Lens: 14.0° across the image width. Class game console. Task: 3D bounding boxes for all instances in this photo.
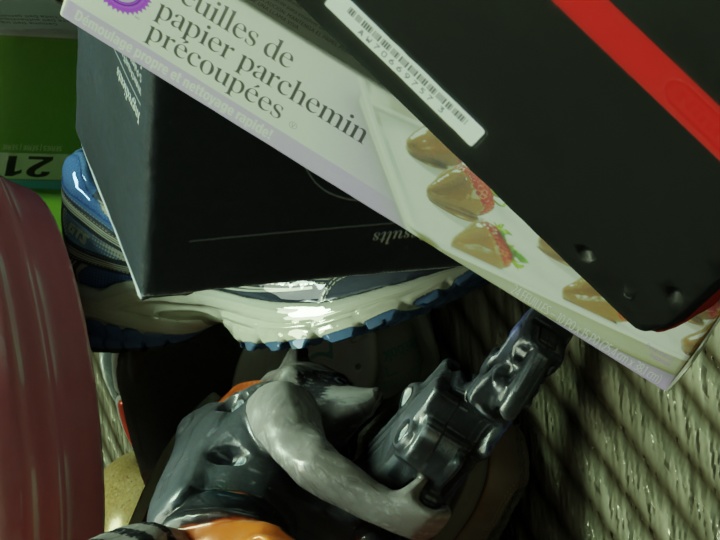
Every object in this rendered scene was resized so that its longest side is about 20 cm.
[{"bbox_3d":[0.047,-0.090,0.703,0.200,0.031,0.177,44,146,0],"label":"game console"}]

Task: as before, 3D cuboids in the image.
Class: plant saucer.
[{"bbox_3d":[-0.134,0.049,1.074,0.200,0.051,0.202,173,90,-72],"label":"plant saucer"}]

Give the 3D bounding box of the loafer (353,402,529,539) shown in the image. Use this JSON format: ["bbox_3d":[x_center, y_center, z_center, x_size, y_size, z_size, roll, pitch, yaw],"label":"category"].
[{"bbox_3d":[0.013,0.105,1.071,0.200,0.063,0.072,-45,38,48],"label":"loafer"}]

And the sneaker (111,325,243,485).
[{"bbox_3d":[-0.043,0.107,1.177,0.082,0.077,0.201,-96,-15,-69],"label":"sneaker"}]

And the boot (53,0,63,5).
[{"bbox_3d":[-0.147,-0.121,1.107,0.200,0.173,0.070,-108,21,-66],"label":"boot"}]

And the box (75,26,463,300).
[{"bbox_3d":[-0.004,-0.107,0.902,0.107,0.147,0.201,-118,28,-54],"label":"box"}]

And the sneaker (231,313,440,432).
[{"bbox_3d":[0.000,0.000,1.091,0.080,0.070,0.201,41,139,46],"label":"sneaker"}]

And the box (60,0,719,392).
[{"bbox_3d":[0.015,-0.041,0.804,0.039,0.199,0.041,-60,-2,40],"label":"box"}]

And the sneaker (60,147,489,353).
[{"bbox_3d":[-0.033,-0.020,1.018,0.199,0.077,0.086,-4,101,36],"label":"sneaker"}]

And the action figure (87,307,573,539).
[{"bbox_3d":[-0.027,0.072,0.953,0.200,0.104,0.194,-51,5,24],"label":"action figure"}]

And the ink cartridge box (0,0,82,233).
[{"bbox_3d":[-0.089,-0.063,1.202,0.200,0.147,0.076,46,129,53],"label":"ink cartridge box"}]

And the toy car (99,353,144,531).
[{"bbox_3d":[-0.109,0.136,1.322,0.164,0.157,0.201,60,-151,-75],"label":"toy car"}]

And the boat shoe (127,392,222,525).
[{"bbox_3d":[-0.068,0.132,1.070,0.071,0.062,0.201,104,-175,-50],"label":"boat shoe"}]
